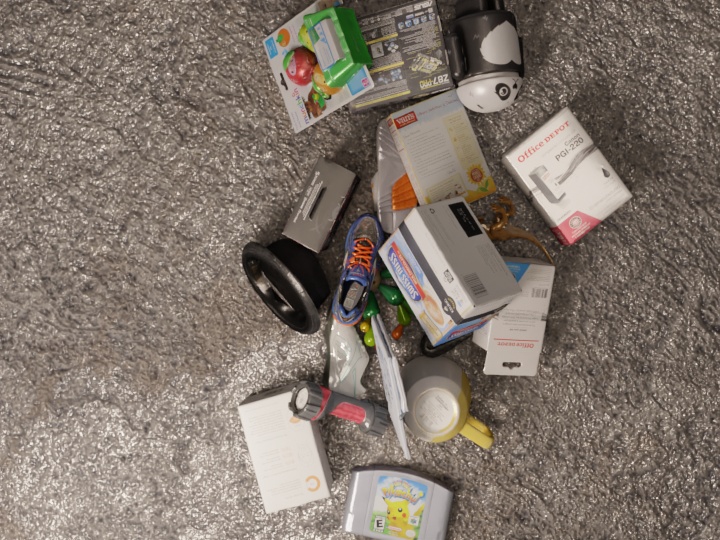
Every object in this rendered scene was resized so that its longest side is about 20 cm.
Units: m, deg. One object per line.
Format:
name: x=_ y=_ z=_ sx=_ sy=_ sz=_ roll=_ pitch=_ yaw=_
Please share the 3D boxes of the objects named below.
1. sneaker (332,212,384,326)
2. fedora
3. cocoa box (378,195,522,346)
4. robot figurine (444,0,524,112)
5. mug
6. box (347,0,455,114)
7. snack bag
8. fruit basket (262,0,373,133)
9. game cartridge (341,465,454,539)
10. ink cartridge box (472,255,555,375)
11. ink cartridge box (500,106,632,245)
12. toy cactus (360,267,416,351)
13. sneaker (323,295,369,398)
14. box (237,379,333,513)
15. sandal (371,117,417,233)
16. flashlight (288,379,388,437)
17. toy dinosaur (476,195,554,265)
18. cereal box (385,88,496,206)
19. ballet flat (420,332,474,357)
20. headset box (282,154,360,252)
sneaker: x=0.000 y=0.000 z=1.506 sx=0.074 sy=0.078 sz=0.204 roll=11 pitch=90 yaw=-2
fedora: x=-0.122 y=0.014 z=1.554 sx=0.091 sy=0.200 sz=0.201 roll=-41 pitch=90 yaw=-27
cocoa box: x=0.149 y=0.000 z=1.464 sx=0.202 sy=0.132 sz=0.131 roll=60 pitch=137 yaw=18
robot figurine: x=0.222 y=-0.382 z=1.518 sx=0.147 sy=0.125 sz=0.204 roll=-7 pitch=92 yaw=3
mug: x=0.149 y=0.237 z=1.538 sx=0.183 sy=0.153 sz=0.153 roll=1 pitch=92 yaw=2
box: x=0.059 y=-0.385 z=1.548 sx=0.196 sy=0.049 sz=0.164 roll=-13 pitch=90 yaw=13
snack bag: x=0.056 y=0.199 z=1.475 sx=0.021 sy=0.189 sz=0.204 roll=-12 pitch=109 yaw=-4
fruit basket: x=-0.083 y=-0.369 z=1.523 sx=0.198 sy=0.093 sz=0.188 roll=-22 pitch=87 yaw=32
game cartridge: x=0.071 y=0.438 z=1.610 sx=0.196 sy=0.040 sz=0.136 roll=10 pitch=89 yaw=2
ink cartridge box: x=0.270 y=0.081 z=1.544 sx=0.114 sy=0.068 sz=0.204 roll=4 pitch=100 yaw=-19
ink cartridge box: x=0.366 y=-0.168 z=1.544 sx=0.145 sy=0.085 sz=0.201 roll=-37 pitch=89 yaw=3
toy cactus: x=0.042 y=0.039 z=1.571 sx=0.164 sy=0.102 sz=0.202 roll=33 pitch=102 yaw=10
sneaker: x=-0.026 y=0.140 z=1.589 sx=0.079 sy=0.070 sz=0.205 roll=1 pitch=97 yaw=-11
box: x=-0.135 y=0.321 z=1.581 sx=0.122 sy=0.097 sz=0.204 roll=-15 pitch=91 yaw=3
sandal: x=0.057 y=-0.170 z=1.571 sx=0.078 sy=0.059 sz=0.211 roll=1 pitch=83 yaw=-19
flashlight: x=-0.034 y=0.253 z=1.539 sx=0.198 sy=0.068 sz=0.068 roll=26 pitch=97 yaw=-35
toy dinosaur: x=0.262 y=-0.075 z=1.576 sx=0.196 sy=0.061 sz=0.108 roll=3 pitch=122 yaw=0
cereal box: x=0.146 y=-0.209 z=1.553 sx=0.142 sy=0.039 sz=0.203 roll=-22 pitch=91 yaw=-17
ballet flat: x=0.194 y=0.093 z=1.574 sx=0.199 sy=0.057 sz=0.067 roll=-40 pitch=90 yaw=-1
headset box: x=-0.065 y=-0.115 z=1.506 sx=0.074 sy=0.200 sz=0.151 roll=26 pitch=94 yaw=1
